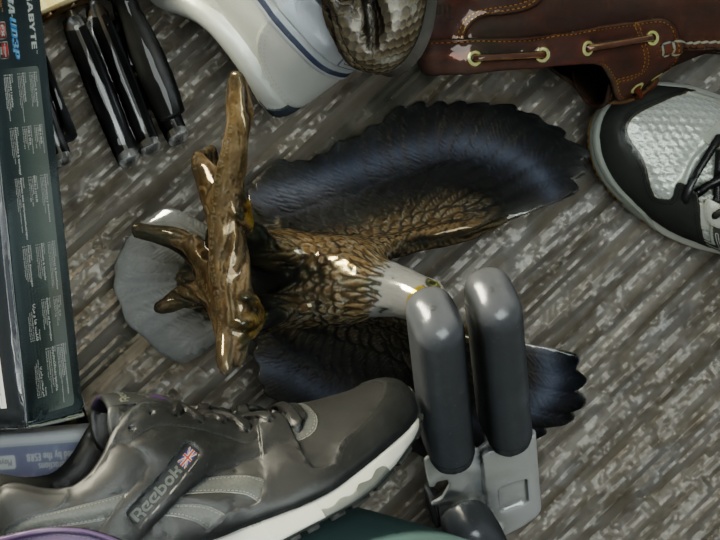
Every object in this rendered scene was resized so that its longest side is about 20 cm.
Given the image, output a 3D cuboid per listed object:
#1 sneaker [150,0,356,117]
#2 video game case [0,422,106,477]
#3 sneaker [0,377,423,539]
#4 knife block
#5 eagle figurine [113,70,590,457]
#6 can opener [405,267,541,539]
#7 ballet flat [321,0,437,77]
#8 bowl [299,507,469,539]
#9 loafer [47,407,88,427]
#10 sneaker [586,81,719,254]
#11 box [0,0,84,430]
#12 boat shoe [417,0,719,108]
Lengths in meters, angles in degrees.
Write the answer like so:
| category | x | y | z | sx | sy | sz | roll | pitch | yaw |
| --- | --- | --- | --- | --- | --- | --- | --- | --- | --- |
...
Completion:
| category | x | y | z | sx | sy | sz | roll | pitch | yaw |
| --- | --- | --- | --- | --- | --- | --- | --- | --- | --- |
| sneaker | -0.079 | -0.155 | 1.299 | 0.071 | 0.073 | 0.200 | -41 | 82 | 23 |
| video game case | -0.197 | 0.164 | 1.250 | 0.199 | 0.023 | 0.183 | -5 | 96 | 6 |
| sneaker | -0.067 | 0.080 | 1.202 | 0.200 | 0.076 | 0.088 | -29 | 100 | -20 |
| knife block | -0.133 | -0.151 | 1.290 | 0.175 | 0.064 | 0.201 | 23 | 84 | -11 |
| eagle figurine | 0.005 | 0.004 | 1.298 | 0.200 | 0.151 | 0.152 | 1 | 132 | -45 |
| can opener | 0.057 | 0.080 | 1.266 | 0.053 | 0.200 | 0.067 | -18 | 57 | -6 |
| ballet flat | 0.008 | -0.183 | 1.264 | 0.046 | 0.067 | 0.201 | 17 | 71 | -35 |
| bowl | -0.015 | 0.183 | 1.264 | 0.200 | 0.105 | 0.201 | -14 | 122 | -24 |
| loafer | -0.151 | 0.093 | 1.286 | 0.070 | 0.068 | 0.201 | -14 | 99 | 23 |
| sneaker | 0.201 | -0.029 | 1.346 | 0.200 | 0.088 | 0.076 | 31 | 85 | -8 |
| box | -0.205 | -0.030 | 1.228 | 0.159 | 0.046 | 0.201 | -4 | 95 | 28 |
| boat shoe | 0.107 | -0.109 | 1.318 | 0.199 | 0.070 | 0.071 | 4 | 84 | -31 |
